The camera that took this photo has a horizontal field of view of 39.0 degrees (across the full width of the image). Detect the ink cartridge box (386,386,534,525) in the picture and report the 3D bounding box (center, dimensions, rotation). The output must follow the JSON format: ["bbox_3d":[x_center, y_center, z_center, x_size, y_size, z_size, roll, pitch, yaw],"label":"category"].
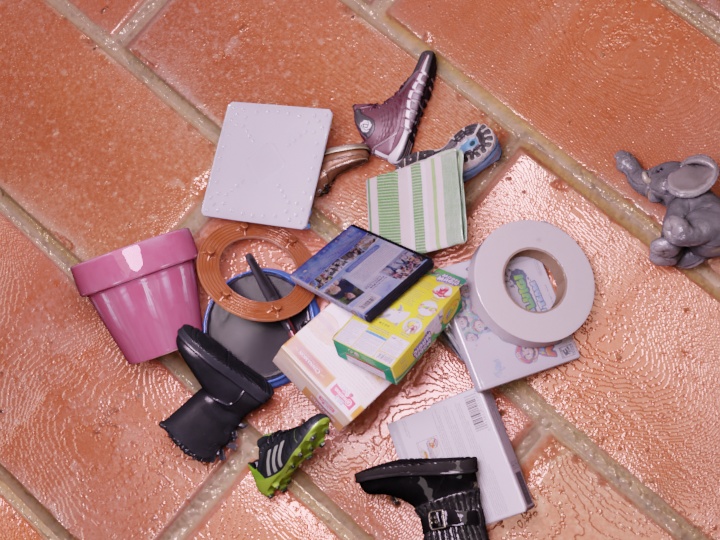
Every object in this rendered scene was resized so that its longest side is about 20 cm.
[{"bbox_3d":[0.153,0.301,1.578,0.173,0.044,0.201,-26,76,27],"label":"ink cartridge box"}]

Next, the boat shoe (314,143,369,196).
[{"bbox_3d":[-0.072,-0.152,1.682,0.199,0.072,0.068,-17,77,19],"label":"boat shoe"}]

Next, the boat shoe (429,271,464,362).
[{"bbox_3d":[0.116,0.061,1.611,0.071,0.070,0.201,-42,80,-8],"label":"boat shoe"}]

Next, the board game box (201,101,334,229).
[{"bbox_3d":[-0.150,-0.172,1.663,0.199,0.026,0.201,9,81,26],"label":"board game box"}]

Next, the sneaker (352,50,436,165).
[{"bbox_3d":[0.048,-0.282,1.685,0.115,0.076,0.201,18,83,14],"label":"sneaker"}]

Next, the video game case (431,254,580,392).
[{"bbox_3d":[0.227,0.070,1.583,0.182,0.024,0.201,-16,77,-19],"label":"video game case"}]

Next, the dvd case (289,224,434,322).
[{"bbox_3d":[0.000,0.000,1.574,0.143,0.018,0.200,-40,39,-21],"label":"dvd case"}]

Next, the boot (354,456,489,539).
[{"bbox_3d":[0.092,0.368,1.541,0.211,0.079,0.158,-8,85,28],"label":"boot"}]

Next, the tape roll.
[{"bbox_3d":[0.265,0.019,1.578,0.202,0.037,0.203,4,70,-12],"label":"tape roll"}]

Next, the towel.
[{"bbox_3d":[0.086,-0.097,1.597,0.200,0.023,0.153,-15,72,44],"label":"towel"}]

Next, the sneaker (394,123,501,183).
[{"bbox_3d":[0.143,-0.158,1.644,0.200,0.090,0.079,-24,63,25],"label":"sneaker"}]

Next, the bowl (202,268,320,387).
[{"bbox_3d":[-0.163,0.093,1.665,0.200,0.039,0.201,-1,79,8],"label":"bowl"}]

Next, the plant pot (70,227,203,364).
[{"bbox_3d":[-0.341,0.046,1.632,0.199,0.200,0.180,-19,93,5],"label":"plant pot"}]

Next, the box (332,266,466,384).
[{"bbox_3d":[0.064,0.068,1.521,0.117,0.048,0.200,24,58,33],"label":"box"}]

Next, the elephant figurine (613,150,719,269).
[{"bbox_3d":[0.498,-0.115,1.566,0.155,0.142,0.201,10,63,-18],"label":"elephant figurine"}]

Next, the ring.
[{"bbox_3d":[-0.163,-0.005,1.633,0.200,0.019,0.201,11,49,-13],"label":"ring"}]

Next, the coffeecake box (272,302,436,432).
[{"bbox_3d":[-0.009,0.123,1.570,0.154,0.073,0.200,46,62,6],"label":"coffeecake box"}]

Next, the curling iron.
[{"bbox_3d":[-0.127,0.052,1.636,0.050,0.026,0.200,-32,71,-20],"label":"curling iron"}]

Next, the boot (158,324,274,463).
[{"bbox_3d":[-0.251,0.198,1.593,0.198,0.073,0.162,41,101,-22],"label":"boot"}]

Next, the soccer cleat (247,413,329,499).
[{"bbox_3d":[-0.116,0.273,1.572,0.081,0.067,0.200,52,127,21],"label":"soccer cleat"}]
